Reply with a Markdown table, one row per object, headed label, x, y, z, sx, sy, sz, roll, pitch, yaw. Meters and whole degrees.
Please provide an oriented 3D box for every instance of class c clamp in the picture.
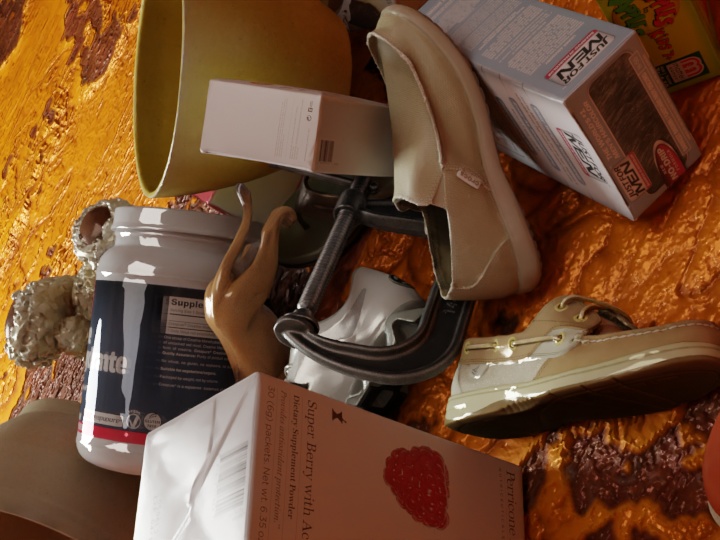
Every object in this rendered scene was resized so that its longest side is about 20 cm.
| label | x | y | z | sx | sy | sz | roll | pitch | yaw |
| --- | --- | --- | --- | --- | --- | --- | --- | --- | --- |
| c clamp | 0.000 | 0.000 | 0.821 | 0.201 | 0.170 | 0.027 | -75 | -10 | -47 |

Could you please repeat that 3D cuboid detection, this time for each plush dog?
| label | x | y | z | sx | sy | sz | roll | pitch | yaw |
| --- | --- | --- | --- | --- | --- | --- | --- | --- | --- |
| plush dog | -0.207 | 0.057 | 1.113 | 0.200 | 0.160 | 0.172 | -43 | 59 | 25 |

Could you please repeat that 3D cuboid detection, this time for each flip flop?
| label | x | y | z | sx | sy | sz | roll | pitch | yaw |
| --- | --- | --- | --- | --- | --- | --- | --- | --- | --- |
| flip flop | -0.011 | -0.071 | 0.957 | 0.200 | 0.057 | 0.082 | -31 | 50 | 38 |

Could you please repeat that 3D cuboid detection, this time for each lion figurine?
| label | x | y | z | sx | sy | sz | roll | pitch | yaw |
| --- | --- | --- | --- | --- | --- | --- | --- | --- | --- |
| lion figurine | -0.075 | 0.049 | 0.892 | 0.072 | 0.201 | 0.123 | -3 | 34 | 40 |

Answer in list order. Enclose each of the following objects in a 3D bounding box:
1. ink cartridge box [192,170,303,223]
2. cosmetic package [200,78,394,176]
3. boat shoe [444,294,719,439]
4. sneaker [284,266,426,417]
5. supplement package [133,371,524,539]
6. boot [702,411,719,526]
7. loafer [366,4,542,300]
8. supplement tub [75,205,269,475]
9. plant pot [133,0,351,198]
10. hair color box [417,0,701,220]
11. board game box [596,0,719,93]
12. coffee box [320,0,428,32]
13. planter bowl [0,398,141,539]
| label | x | y | z | sx | sy | sz | roll | pitch | yaw |
| --- | --- | --- | --- | --- | --- | --- | --- | --- | --- |
| ink cartridge box | -0.114 | -0.131 | 1.121 | 0.200 | 0.084 | 0.146 | 30 | 95 | 59 |
| cosmetic package | -0.018 | -0.093 | 0.819 | 0.082 | 0.200 | 0.051 | 9 | 96 | 24 |
| boat shoe | 0.119 | 0.048 | 0.688 | 0.199 | 0.074 | 0.067 | -20 | 60 | 48 |
| sneaker | -0.025 | 0.088 | 0.852 | 0.088 | 0.074 | 0.200 | 38 | 94 | 32 |
| supplement package | -0.014 | 0.156 | 0.693 | 0.120 | 0.199 | 0.122 | -31 | 47 | 42 |
| boot | 0.199 | 0.028 | 0.560 | 0.075 | 0.107 | 0.201 | 35 | 101 | 55 |
| loafer | 0.048 | -0.068 | 0.762 | 0.068 | 0.201 | 0.076 | -26 | 5 | -12 |
| supplement tub | -0.145 | 0.057 | 0.966 | 0.140 | 0.140 | 0.202 | 1 | 84 | 55 |
| plant pot | -0.089 | -0.153 | 0.938 | 0.200 | 0.141 | 0.202 | -178 | 90 | -70 |
| hair color box | 0.112 | -0.114 | 0.764 | 0.061 | 0.099 | 0.200 | -43 | 34 | -4 |
| board game box | 0.169 | -0.217 | 0.747 | 0.047 | 0.102 | 0.201 | -18 | 53 | 24 |
| coffee box | -0.043 | -0.255 | 1.007 | 0.199 | 0.114 | 0.080 | -2 | 29 | 38 |
| planter bowl | -0.262 | 0.197 | 1.047 | 0.200 | 0.200 | 0.135 | -30 | 32 | 42 |
